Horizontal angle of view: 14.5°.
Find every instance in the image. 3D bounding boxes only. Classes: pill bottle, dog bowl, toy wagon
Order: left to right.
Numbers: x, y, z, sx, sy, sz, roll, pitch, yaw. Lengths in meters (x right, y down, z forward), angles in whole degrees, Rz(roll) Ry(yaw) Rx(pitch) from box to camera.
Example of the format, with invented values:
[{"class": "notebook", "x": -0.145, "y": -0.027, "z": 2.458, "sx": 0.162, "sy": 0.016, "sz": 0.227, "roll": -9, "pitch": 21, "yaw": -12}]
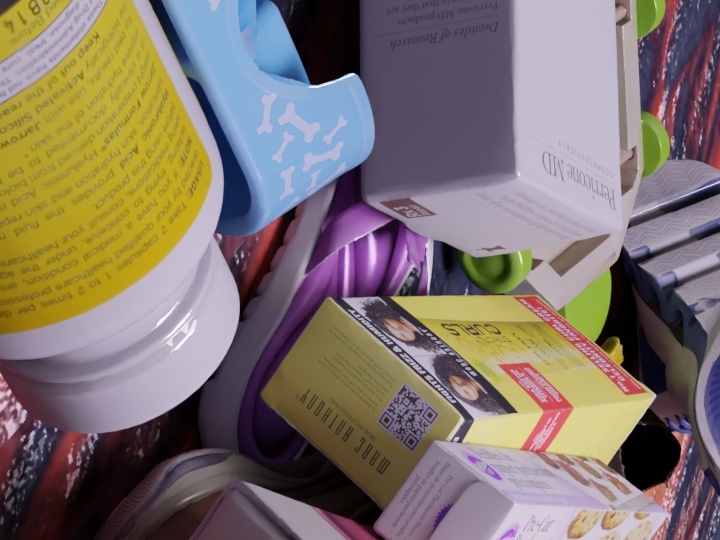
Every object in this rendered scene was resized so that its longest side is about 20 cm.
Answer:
[{"class": "pill bottle", "x": -0.106, "y": -0.044, "z": 0.855, "sx": 0.112, "sy": 0.111, "sz": 0.200, "roll": -61, "pitch": 144, "yaw": -32}, {"class": "dog bowl", "x": -0.067, "y": -0.090, "z": 0.922, "sx": 0.050, "sy": 0.111, "sz": 0.200, "roll": -48, "pitch": 139, "yaw": -24}, {"class": "toy wagon", "x": 0.089, "y": -0.043, "z": 1.269, "sx": 0.155, "sy": 0.039, "sz": 0.201, "roll": -36, "pitch": 129, "yaw": -51}]

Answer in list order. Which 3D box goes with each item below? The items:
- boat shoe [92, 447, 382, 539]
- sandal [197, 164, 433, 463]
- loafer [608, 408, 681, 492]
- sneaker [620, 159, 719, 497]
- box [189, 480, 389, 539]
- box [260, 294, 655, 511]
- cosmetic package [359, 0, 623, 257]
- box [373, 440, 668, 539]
[{"class": "boat shoe", "x": -0.016, "y": 0.112, "z": 1.066, "sx": 0.200, "sy": 0.072, "sz": 0.076, "roll": -1, "pitch": 133, "yaw": -53}, {"class": "sandal", "x": 0.003, "y": 0.004, "z": 1.117, "sx": 0.203, "sy": 0.050, "sz": 0.083, "roll": -64, "pitch": 146, "yaw": -25}, {"class": "loafer", "x": 0.084, "y": 0.086, "z": 1.259, "sx": 0.200, "sy": 0.071, "sz": 0.073, "roll": -23, "pitch": 117, "yaw": -57}, {"class": "sneaker", "x": 0.181, "y": 0.052, "z": 1.352, "sx": 0.115, "sy": 0.080, "sz": 0.200, "roll": 76, "pitch": -5, "yaw": -51}, {"class": "box", "x": 0.012, "y": 0.172, "z": 0.985, "sx": 0.200, "sy": 0.109, "sz": 0.128, "roll": 24, "pitch": 104, "yaw": -49}, {"class": "box", "x": 0.043, "y": 0.049, "z": 1.098, "sx": 0.050, "sy": 0.075, "sz": 0.200, "roll": -55, "pitch": 158, "yaw": 15}, {"class": "cosmetic package", "x": 0.051, "y": -0.115, "z": 1.106, "sx": 0.102, "sy": 0.074, "sz": 0.201, "roll": 21, "pitch": 63, "yaw": -59}, {"class": "box", "x": 0.064, "y": 0.093, "z": 1.057, "sx": 0.042, "sy": 0.039, "sz": 0.200, "roll": -56, "pitch": 159, "yaw": 7}]
